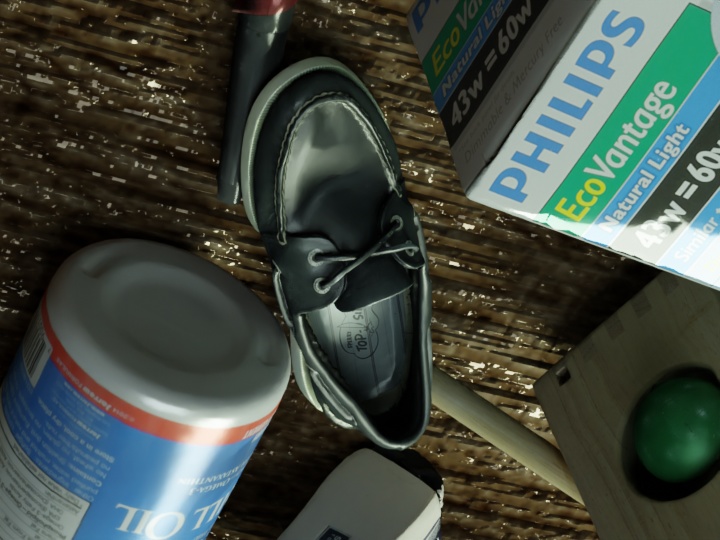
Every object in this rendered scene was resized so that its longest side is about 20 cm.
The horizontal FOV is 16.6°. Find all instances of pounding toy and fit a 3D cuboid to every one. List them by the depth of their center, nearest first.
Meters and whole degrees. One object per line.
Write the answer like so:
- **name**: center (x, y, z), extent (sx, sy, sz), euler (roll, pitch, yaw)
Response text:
- **pounding toy**: center (0.152, 0.098, 1.124), extent (0.142, 0.184, 0.200), euler (-42, 132, 20)

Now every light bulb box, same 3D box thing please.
- **light bulb box**: center (0.157, -0.104, 0.941), extent (0.200, 0.125, 0.198), euler (18, 123, -25)

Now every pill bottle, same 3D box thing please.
- **pill bottle**: center (-0.117, 0.094, 1.094), extent (0.112, 0.112, 0.200), euler (14, 126, -21)

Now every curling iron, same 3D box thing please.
- **curling iron**: center (-0.044, -0.108, 0.994), extent (0.050, 0.026, 0.200), euler (-30, 146, -37)

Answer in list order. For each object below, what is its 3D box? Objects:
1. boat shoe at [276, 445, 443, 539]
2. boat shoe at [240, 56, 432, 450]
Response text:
- **boat shoe**: center (-0.029, 0.176, 1.154), extent (0.200, 0.075, 0.093), euler (-39, 142, -28)
- **boat shoe**: center (-0.002, 0.001, 1.060), extent (0.074, 0.066, 0.200), euler (-21, 133, -20)
